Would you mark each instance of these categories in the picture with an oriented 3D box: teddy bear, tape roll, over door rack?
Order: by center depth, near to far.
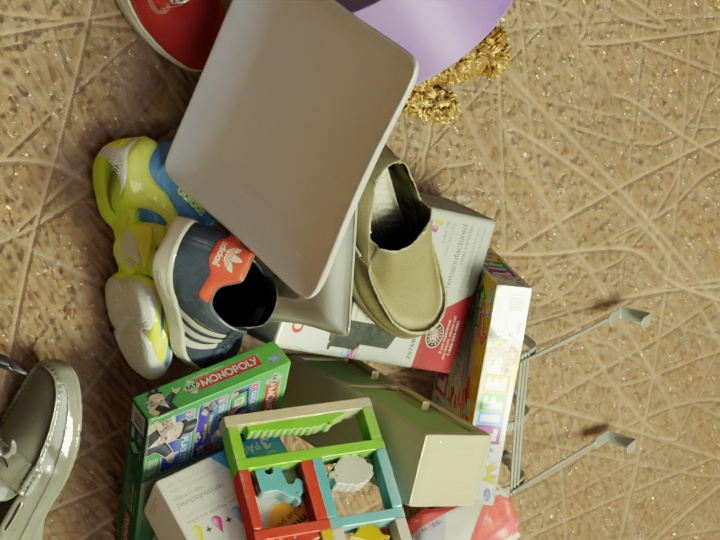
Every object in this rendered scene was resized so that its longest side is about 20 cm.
[{"bbox_3d":[0.022,-0.235,1.624,0.200,0.200,0.085,-46,127,-14],"label":"tape roll"},{"bbox_3d":[0.052,-0.190,1.748,0.199,0.067,0.146,-3,106,-36],"label":"teddy bear"},{"bbox_3d":[0.184,0.121,1.964,0.199,0.066,0.149,-14,116,-39],"label":"over door rack"}]

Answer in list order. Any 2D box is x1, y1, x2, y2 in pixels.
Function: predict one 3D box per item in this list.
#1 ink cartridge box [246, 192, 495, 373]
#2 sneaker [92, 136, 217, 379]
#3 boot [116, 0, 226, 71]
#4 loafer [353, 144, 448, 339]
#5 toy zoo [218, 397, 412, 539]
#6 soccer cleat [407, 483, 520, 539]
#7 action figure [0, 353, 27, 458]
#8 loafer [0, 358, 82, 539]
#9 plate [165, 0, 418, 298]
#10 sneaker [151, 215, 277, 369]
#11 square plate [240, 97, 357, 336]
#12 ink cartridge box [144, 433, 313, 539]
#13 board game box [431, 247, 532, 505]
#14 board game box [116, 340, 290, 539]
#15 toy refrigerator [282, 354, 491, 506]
[{"bbox_3d":[0.000,0.000,1.769,0.199,0.083,0.146,10,101,-38],"label":"ink cartridge box"},{"bbox_3d":[-0.150,-0.014,1.658,0.105,0.076,0.201,-18,116,-31],"label":"sneaker"},{"bbox_3d":[-0.130,-0.222,1.553,0.072,0.144,0.200,-42,128,-18],"label":"boot"},{"bbox_3d":[0.025,-0.021,1.682,0.076,0.067,0.201,-39,124,-20],"label":"loafer"},{"bbox_3d":[-0.027,0.202,1.638,0.131,0.201,0.020,-6,154,-22],"label":"toy zoo"},{"bbox_3d":[0.055,0.261,1.905,0.200,0.077,0.067,-33,167,12],"label":"soccer cleat"},{"bbox_3d":[-0.321,0.118,1.566,0.118,0.102,0.201,18,97,-27],"label":"action figure"},{"bbox_3d":[-0.276,0.165,1.635,0.070,0.070,0.201,10,101,-47],"label":"loafer"},{"bbox_3d":[-0.048,-0.111,1.533,0.032,0.199,0.201,3,119,-47],"label":"plate"},{"bbox_3d":[-0.103,0.032,1.622,0.200,0.084,0.075,73,37,-64],"label":"sneaker"},{"bbox_3d":[-0.053,-0.055,1.615,0.028,0.200,0.199,2,92,-24],"label":"square plate"},{"bbox_3d":[-0.075,0.243,1.654,0.115,0.200,0.068,-24,162,-25],"label":"ink cartridge box"},{"bbox_3d":[0.103,0.091,1.845,0.034,0.134,0.201,6,104,-14],"label":"board game box"},{"bbox_3d":[-0.132,0.154,1.708,0.134,0.029,0.201,-22,145,-29],"label":"board game box"},{"bbox_3d":[0.017,0.131,1.753,0.076,0.200,0.070,5,104,-38],"label":"toy refrigerator"}]
